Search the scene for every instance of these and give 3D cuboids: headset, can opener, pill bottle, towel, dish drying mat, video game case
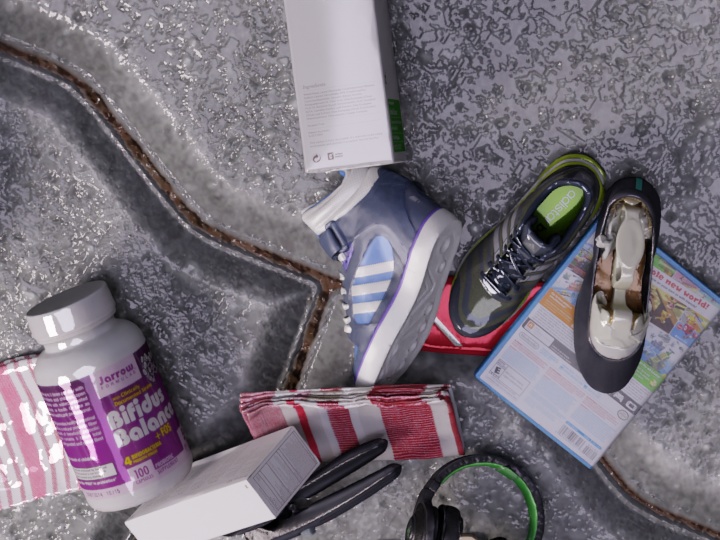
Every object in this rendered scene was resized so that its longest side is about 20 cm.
[{"bbox_3d":[0.098,0.268,1.687,0.123,0.094,0.201,32,79,-6],"label":"headset"},{"bbox_3d":[-0.042,0.218,1.713,0.199,0.079,0.064,-25,98,27],"label":"can opener"},{"bbox_3d":[-0.243,0.117,1.703,0.111,0.112,0.201,-18,104,12],"label":"pill bottle"},{"bbox_3d":[-0.006,0.150,1.684,0.198,0.023,0.144,-3,150,8],"label":"towel"},{"bbox_3d":[0.140,0.046,1.682,0.198,0.018,0.078,4,105,6],"label":"dish drying mat"},{"bbox_3d":[0.221,0.063,1.658,0.143,0.018,0.200,38,98,-3],"label":"video game case"},{"bbox_3d":[-0.367,0.170,1.778,0.198,0.030,0.148,-15,103,12],"label":"towel"}]

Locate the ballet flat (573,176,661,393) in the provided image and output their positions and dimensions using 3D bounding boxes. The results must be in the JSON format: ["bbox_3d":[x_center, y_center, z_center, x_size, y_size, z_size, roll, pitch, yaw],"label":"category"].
[{"bbox_3d":[0.231,0.016,1.607,0.072,0.073,0.202,9,99,5],"label":"ballet flat"}]

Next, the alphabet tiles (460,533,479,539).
[{"bbox_3d":[0.073,0.359,1.785,0.198,0.015,0.197,-6,105,9],"label":"alphabet tiles"}]

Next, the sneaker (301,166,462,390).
[{"bbox_3d":[0.000,0.000,1.657,0.146,0.080,0.201,32,115,24],"label":"sneaker"}]

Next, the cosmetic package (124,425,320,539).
[{"bbox_3d":[-0.131,0.211,1.685,0.199,0.083,0.051,-24,105,46],"label":"cosmetic package"}]

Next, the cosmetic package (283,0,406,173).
[{"bbox_3d":[-0.016,-0.190,1.569,0.084,0.108,0.202,-6,95,9],"label":"cosmetic package"}]

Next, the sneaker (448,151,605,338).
[{"bbox_3d":[0.146,-0.021,1.622,0.074,0.081,0.201,36,101,3],"label":"sneaker"}]
